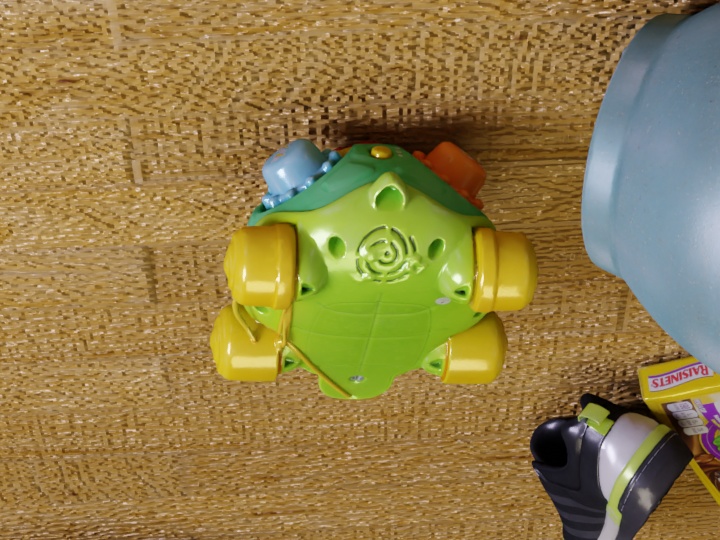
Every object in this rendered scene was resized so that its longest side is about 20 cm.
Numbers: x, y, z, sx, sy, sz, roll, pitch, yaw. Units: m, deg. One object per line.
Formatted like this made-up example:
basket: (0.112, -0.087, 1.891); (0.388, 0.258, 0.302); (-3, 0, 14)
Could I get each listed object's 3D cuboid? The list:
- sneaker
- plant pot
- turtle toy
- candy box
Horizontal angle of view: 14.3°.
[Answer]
sneaker: (0.138, 0.113, 1.669); (0.083, 0.072, 0.200); (36, 160, 7)
plant pot: (0.179, -0.042, 1.261); (0.134, 0.201, 0.200); (16, 158, 22)
turtle toy: (0.000, 0.000, 1.381); (0.145, 0.101, 0.200); (1, 152, -9)
candy box: (0.237, 0.093, 1.662); (0.102, 0.026, 0.200); (-15, 150, 16)
